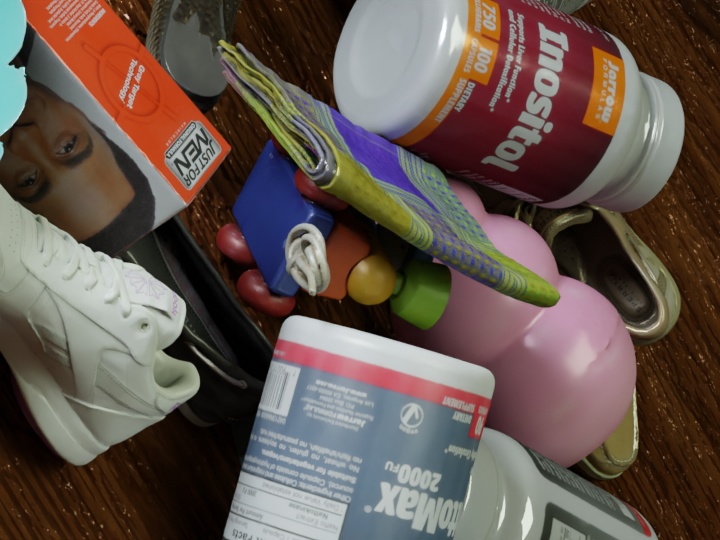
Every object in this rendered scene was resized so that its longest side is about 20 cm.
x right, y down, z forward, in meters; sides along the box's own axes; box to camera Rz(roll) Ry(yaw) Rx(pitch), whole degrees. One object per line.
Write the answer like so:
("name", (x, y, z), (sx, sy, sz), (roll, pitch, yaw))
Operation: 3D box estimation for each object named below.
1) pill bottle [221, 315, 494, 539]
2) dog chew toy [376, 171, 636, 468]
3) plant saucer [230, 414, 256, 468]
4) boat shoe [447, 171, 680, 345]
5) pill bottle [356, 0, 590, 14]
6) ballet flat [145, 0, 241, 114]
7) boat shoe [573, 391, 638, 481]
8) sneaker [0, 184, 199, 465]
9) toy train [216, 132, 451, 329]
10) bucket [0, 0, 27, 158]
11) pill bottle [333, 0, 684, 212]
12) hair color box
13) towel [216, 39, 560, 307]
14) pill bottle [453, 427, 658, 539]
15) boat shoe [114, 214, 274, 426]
("pill bottle", (-0.010, 0.135, 1.564), (0.119, 0.119, 0.201), (18, 87, -48))
("dog chew toy", (0.075, 0.025, 1.774), (0.200, 0.124, 0.125), (50, 40, -13))
("plant saucer", (-0.023, 0.168, 1.659), (0.070, 0.019, 0.201), (-6, 79, -54))
("boat shoe", (0.123, -0.036, 1.844), (0.200, 0.071, 0.065), (44, 6, 7))
("pill bottle", (0.080, -0.193, 1.878), (0.200, 0.110, 0.111), (-35, 103, -53))
("ballet flat", (-0.092, -0.160, 1.701), (0.067, 0.046, 0.201), (24, 47, -19))
("boat shoe", (0.149, 0.032, 1.897), (0.071, 0.076, 0.201), (-10, 83, -55))
("sneaker", (-0.147, 0.006, 1.469), (0.075, 0.099, 0.201), (-104, 169, -48))
("toy train", (0.000, 0.000, 1.614), (0.115, 0.085, 0.200), (23, 15, -21))
("bucket", (-0.267, -0.105, 1.359), (0.207, 0.134, 0.209), (25, 56, -44))
("pill bottle", (0.092, -0.104, 1.751), (0.199, 0.113, 0.114), (19, 59, -34))
("hair color box", (-0.170, -0.099, 1.485), (0.200, 0.101, 0.061), (48, 37, -11))
("towel", (0.014, -0.050, 1.611), (0.200, 0.023, 0.144), (30, 12, -40))
("pill bottle", (0.079, 0.157, 1.707), (0.200, 0.113, 0.115), (31, 51, -46))
("boat shoe", (-0.106, -0.005, 1.592), (0.201, 0.057, 0.067), (57, 38, -18))
